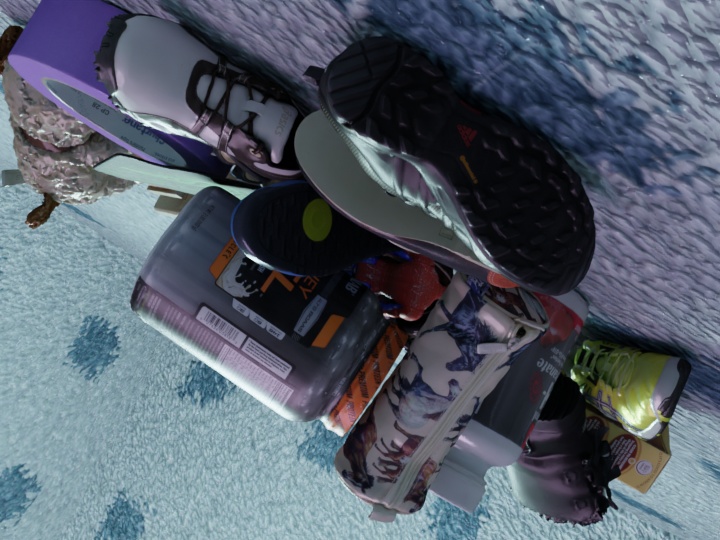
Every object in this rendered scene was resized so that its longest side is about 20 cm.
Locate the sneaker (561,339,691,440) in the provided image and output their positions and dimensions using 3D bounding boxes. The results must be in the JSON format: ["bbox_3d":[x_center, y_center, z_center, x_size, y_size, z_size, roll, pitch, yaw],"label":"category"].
[{"bbox_3d":[0.227,0.100,1.024,0.076,0.076,0.200,28,171,-4],"label":"sneaker"}]

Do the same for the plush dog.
[{"bbox_3d":[-0.291,-0.146,1.121,0.199,0.161,0.172,26,148,19],"label":"plush dog"}]

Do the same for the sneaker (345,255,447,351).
[{"bbox_3d":[0.040,0.044,1.080,0.114,0.076,0.200,32,169,26],"label":"sneaker"}]

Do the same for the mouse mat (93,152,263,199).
[{"bbox_3d":[-0.118,-0.067,0.969,0.199,0.008,0.161,12,176,-20],"label":"mouse mat"}]

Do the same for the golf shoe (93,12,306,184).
[{"bbox_3d":[-0.093,-0.121,0.812,0.094,0.078,0.200,11,171,39],"label":"golf shoe"}]

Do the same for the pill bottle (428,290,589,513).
[{"bbox_3d":[0.102,0.095,0.971,0.110,0.201,0.111,27,173,4],"label":"pill bottle"}]

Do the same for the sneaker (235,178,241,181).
[{"bbox_3d":[-0.059,-0.020,1.190,0.199,0.078,0.078,31,-163,18],"label":"sneaker"}]

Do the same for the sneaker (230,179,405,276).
[{"bbox_3d":[-0.034,-0.037,0.843,0.078,0.067,0.199,8,-168,37],"label":"sneaker"}]

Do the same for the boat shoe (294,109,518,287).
[{"bbox_3d":[0.044,-0.046,0.795,0.199,0.072,0.063,25,175,-4],"label":"boat shoe"}]

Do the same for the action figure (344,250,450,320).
[{"bbox_3d":[0.000,0.000,0.971,0.199,0.066,0.052,15,178,26],"label":"action figure"}]

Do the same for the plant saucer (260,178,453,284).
[{"bbox_3d":[0.003,-0.046,1.044,0.199,0.035,0.200,29,172,4],"label":"plant saucer"}]

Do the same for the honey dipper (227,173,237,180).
[{"bbox_3d":[-0.111,-0.071,1.132,0.038,0.038,0.200,37,-174,-47],"label":"honey dipper"}]

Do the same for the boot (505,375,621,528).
[{"bbox_3d":[0.143,0.162,1.092,0.197,0.074,0.163,5,138,31],"label":"boot"}]

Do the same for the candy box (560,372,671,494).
[{"bbox_3d":[0.212,0.131,1.162,0.199,0.057,0.117,28,-157,3],"label":"candy box"}]

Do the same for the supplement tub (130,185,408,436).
[{"bbox_3d":[-0.069,0.035,0.909,0.199,0.123,0.123,34,172,0],"label":"supplement tub"}]

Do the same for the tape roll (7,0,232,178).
[{"bbox_3d":[-0.186,-0.147,0.955,0.199,0.066,0.200,28,171,5],"label":"tape roll"}]

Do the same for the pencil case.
[{"bbox_3d":[0.059,0.092,0.869,0.077,0.201,0.090,29,-165,-14],"label":"pencil case"}]

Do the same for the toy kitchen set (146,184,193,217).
[{"bbox_3d":[-0.214,-0.029,1.353,0.199,0.181,0.163,12,161,49],"label":"toy kitchen set"}]

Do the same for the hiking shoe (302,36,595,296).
[{"bbox_3d":[0.055,-0.063,0.679,0.200,0.076,0.101,41,177,-18],"label":"hiking shoe"}]
